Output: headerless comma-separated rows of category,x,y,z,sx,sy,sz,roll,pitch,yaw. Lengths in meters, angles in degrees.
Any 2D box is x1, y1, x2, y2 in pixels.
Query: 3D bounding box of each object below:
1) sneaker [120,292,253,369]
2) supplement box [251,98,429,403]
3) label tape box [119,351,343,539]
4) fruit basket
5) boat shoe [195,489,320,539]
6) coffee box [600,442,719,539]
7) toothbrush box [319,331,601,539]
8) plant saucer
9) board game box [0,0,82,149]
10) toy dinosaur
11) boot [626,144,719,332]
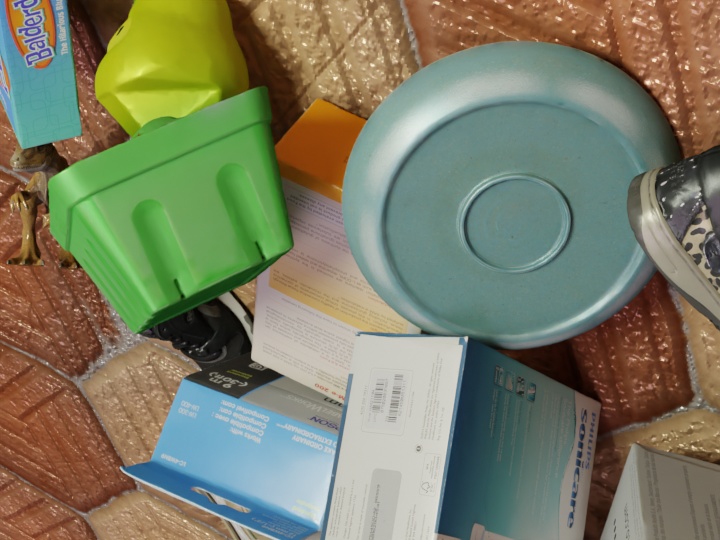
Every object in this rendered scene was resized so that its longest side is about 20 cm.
sneaker,-0.150,0.032,0.971,0.075,0.088,0.201,0,129,35
supplement box,0.000,0.000,0.841,0.125,0.074,0.201,24,138,14
label tape box,-0.056,0.118,0.900,0.142,0.200,0.067,17,103,23
fruit basket,-0.126,-0.079,0.769,0.216,0.154,0.216,56,162,29
boat shoe,-0.077,0.220,1.110,0.200,0.075,0.068,45,145,-8
coffee box,0.236,0.261,0.750,0.198,0.200,0.199,14,116,4
toothbrush box,0.071,0.134,0.797,0.085,0.148,0.199,1,165,36
plant saucer,0.088,-0.032,0.711,0.198,0.028,0.202,0,121,0
board game box,-0.223,-0.202,0.774,0.153,0.045,0.201,57,154,37
toy dinosaur,-0.221,-0.055,0.900,0.060,0.107,0.200,3,177,-13
boot,0.257,-0.009,0.646,0.203,0.074,0.153,40,132,-18
